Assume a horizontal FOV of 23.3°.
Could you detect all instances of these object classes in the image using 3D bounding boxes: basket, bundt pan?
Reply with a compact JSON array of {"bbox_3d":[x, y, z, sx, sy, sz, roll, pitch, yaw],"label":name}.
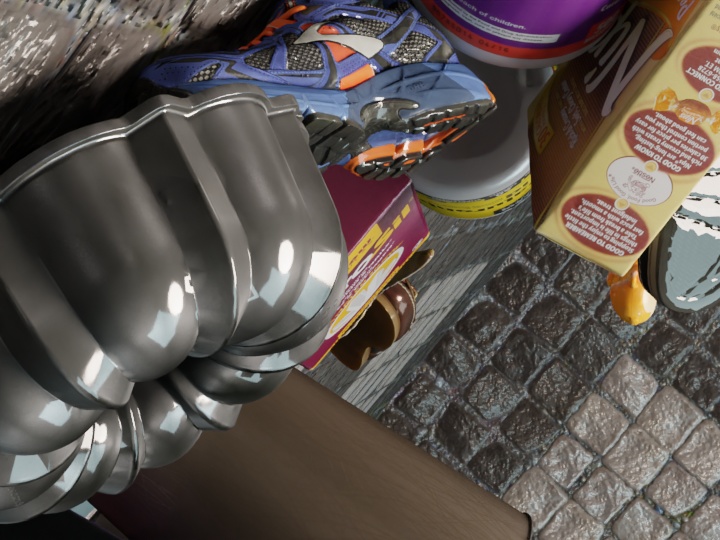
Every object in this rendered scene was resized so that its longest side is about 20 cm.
[{"bbox_3d":[-0.031,0.126,0.887,0.136,0.199,0.180,-52,-179,23],"label":"basket"},{"bbox_3d":[-0.087,0.024,0.640,0.201,0.076,0.202,-30,164,-10],"label":"bundt pan"}]

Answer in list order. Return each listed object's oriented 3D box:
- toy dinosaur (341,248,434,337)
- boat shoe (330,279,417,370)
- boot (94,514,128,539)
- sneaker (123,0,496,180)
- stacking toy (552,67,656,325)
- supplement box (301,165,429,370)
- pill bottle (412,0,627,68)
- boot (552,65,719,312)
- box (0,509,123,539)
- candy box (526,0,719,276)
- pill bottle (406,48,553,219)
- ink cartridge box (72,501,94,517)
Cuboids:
[{"bbox_3d":[0.000,0.000,1.110,0.199,0.058,0.102,-21,-138,43],"label":"toy dinosaur"},{"bbox_3d":[0.015,0.031,1.526,0.070,0.071,0.200,-40,178,-17],"label":"boat shoe"},{"bbox_3d":[-0.165,0.194,1.386,0.189,0.068,0.200,-55,-177,-26],"label":"boot"},{"bbox_3d":[-0.028,-0.078,0.737,0.075,0.079,0.199,-39,163,34],"label":"sneaker"},{"bbox_3d":[0.166,-0.065,1.045,0.116,0.108,0.202,55,35,-67],"label":"stacking toy"},{"bbox_3d":[-0.032,-0.019,0.927,0.111,0.086,0.200,-49,172,-2],"label":"supplement box"},{"bbox_3d":[0.084,-0.175,0.735,0.113,0.112,0.200,-47,172,-21],"label":"pill bottle"},{"bbox_3d":[0.159,-0.090,0.939,0.153,0.073,0.206,21,-78,60],"label":"boot"},{"bbox_3d":[-0.132,0.166,0.799,0.079,0.140,0.200,-60,158,-19],"label":"box"},{"bbox_3d":[0.152,-0.109,0.801,0.201,0.055,0.116,-54,-164,30],"label":"candy box"},{"bbox_3d":[0.065,-0.090,1.057,0.112,0.111,0.200,-50,173,2],"label":"pill bottle"},{"bbox_3d":[-0.177,0.112,0.886,0.200,0.043,0.174,-41,170,-49],"label":"ink cartridge box"}]
